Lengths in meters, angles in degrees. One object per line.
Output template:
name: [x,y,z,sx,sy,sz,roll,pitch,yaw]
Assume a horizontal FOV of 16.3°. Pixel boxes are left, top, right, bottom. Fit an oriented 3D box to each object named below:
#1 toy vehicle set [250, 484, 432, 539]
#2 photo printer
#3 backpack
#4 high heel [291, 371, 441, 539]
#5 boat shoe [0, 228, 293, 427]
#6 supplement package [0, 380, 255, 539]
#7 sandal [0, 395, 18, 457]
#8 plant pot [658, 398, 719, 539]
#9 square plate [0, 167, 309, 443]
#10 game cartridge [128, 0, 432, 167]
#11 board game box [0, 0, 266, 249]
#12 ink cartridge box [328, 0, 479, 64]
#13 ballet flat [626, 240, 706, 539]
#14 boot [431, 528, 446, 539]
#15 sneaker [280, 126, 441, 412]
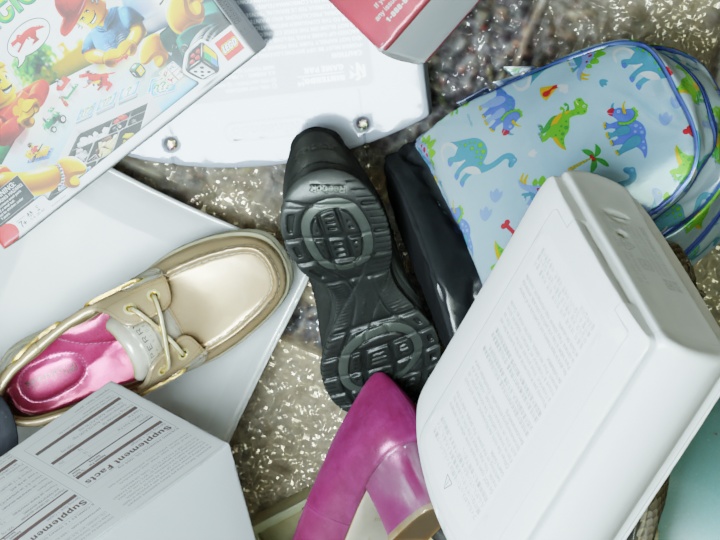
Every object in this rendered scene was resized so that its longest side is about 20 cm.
toy vehicle set: [0.030,0.215,1.575,0.124,0.027,0.201,-27,99,11]
photo printer: [0.103,0.072,1.334,0.069,0.167,0.200,14,119,-28]
backpack: [0.124,-0.046,1.449,0.199,0.154,0.164,-17,60,-4]
high heel: [-0.024,0.150,1.522,0.200,0.067,0.096,-47,55,39]
boat shoe: [-0.131,0.042,1.499,0.199,0.069,0.074,-29,99,11]
supplement package: [-0.144,0.198,1.454,0.111,0.156,0.201,24,139,42]
sandal: [-0.276,0.063,1.530,0.200,0.043,0.076,32,131,27]
plant pot: [0.173,0.135,1.464,0.160,0.201,0.201,27,104,6]
square plate: [-0.157,0.037,1.550,0.199,0.028,0.199,26,104,-1]
game cartridge: [-0.060,-0.130,1.500,0.199,0.040,0.134,-5,99,6]
board game box: [-0.170,-0.121,1.478,0.200,0.035,0.126,-37,94,17]
ink cartridge box: [0.001,-0.237,1.413,0.200,0.083,0.147,45,103,14]
ballet flat: [0.155,0.080,1.363,0.046,0.067,0.201,18,70,-28]
boot: [0.049,0.245,1.535,0.174,0.069,0.200,-38,90,20]
sneaker: [0.000,0.000,1.500,0.076,0.091,0.201,-12,128,1]
